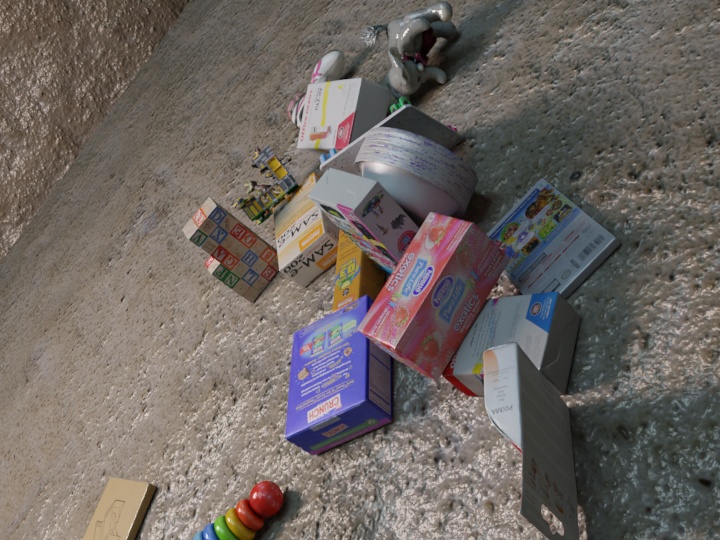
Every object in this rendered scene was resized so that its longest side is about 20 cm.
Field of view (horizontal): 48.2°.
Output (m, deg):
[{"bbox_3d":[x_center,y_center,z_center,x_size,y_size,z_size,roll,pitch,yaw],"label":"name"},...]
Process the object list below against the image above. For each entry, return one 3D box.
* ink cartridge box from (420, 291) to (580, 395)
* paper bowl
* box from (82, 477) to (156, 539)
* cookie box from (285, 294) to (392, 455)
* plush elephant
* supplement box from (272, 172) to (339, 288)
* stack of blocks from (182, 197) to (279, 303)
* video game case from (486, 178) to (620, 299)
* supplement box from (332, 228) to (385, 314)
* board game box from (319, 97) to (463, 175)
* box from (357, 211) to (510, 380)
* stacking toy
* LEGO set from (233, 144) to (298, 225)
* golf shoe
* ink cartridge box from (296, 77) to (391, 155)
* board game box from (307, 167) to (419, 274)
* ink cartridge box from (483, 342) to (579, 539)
[{"bbox_3d":[0.186,0.103,1.087,0.198,0.067,0.117,-9,51,45],"label":"ink cartridge box"},{"bbox_3d":[0.082,-0.139,1.307,0.200,0.199,0.106,15,78,53],"label":"paper bowl"},{"bbox_3d":[-0.478,0.501,1.543,0.162,0.021,0.202,-10,52,45],"label":"box"},{"bbox_3d":[-0.033,0.166,1.278,0.170,0.075,0.202,-29,40,30],"label":"cookie box"},{"bbox_3d":[0.107,-0.421,1.595,0.197,0.157,0.165,-10,-2,3],"label":"plush elephant"},{"bbox_3d":[-0.101,-0.082,1.583,0.126,0.073,0.201,-39,37,20],"label":"supplement box"},{"bbox_3d":[-0.261,-0.039,1.618,0.115,0.200,0.059,-49,35,1],"label":"stack of blocks"},{"bbox_3d":[0.266,-0.038,1.166,0.143,0.018,0.200,-46,35,10],"label":"video game case"},{"bbox_3d":[0.000,0.000,1.399,0.066,0.069,0.202,-29,43,33],"label":"supplement box"},{"bbox_3d":[0.055,-0.216,1.419,0.199,0.199,0.026,-31,66,27],"label":"board game box"},{"bbox_3d":[0.101,0.033,1.107,0.201,0.094,0.102,-57,33,-7],"label":"box"},{"bbox_3d":[-0.200,0.408,1.262,0.200,0.085,0.085,-44,35,0],"label":"stacking toy"},{"bbox_3d":[-0.208,-0.182,1.679,0.153,0.116,0.200,-39,1,7],"label":"LEGO set"},{"bbox_3d":[-0.090,-0.418,1.881,0.201,0.072,0.092,-56,39,12],"label":"golf shoe"},{"bbox_3d":[-0.039,-0.313,1.674,0.199,0.083,0.148,12,91,53],"label":"ink cartridge box"},{"bbox_3d":[0.028,-0.067,1.275,0.065,0.200,0.147,-52,34,-8],"label":"board game box"},{"bbox_3d":[0.192,0.208,0.902,0.050,0.162,0.202,-17,46,30],"label":"ink cartridge box"}]
